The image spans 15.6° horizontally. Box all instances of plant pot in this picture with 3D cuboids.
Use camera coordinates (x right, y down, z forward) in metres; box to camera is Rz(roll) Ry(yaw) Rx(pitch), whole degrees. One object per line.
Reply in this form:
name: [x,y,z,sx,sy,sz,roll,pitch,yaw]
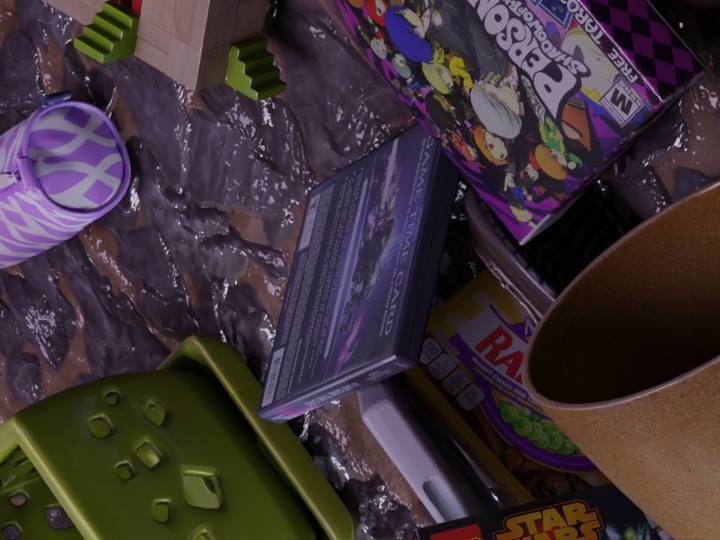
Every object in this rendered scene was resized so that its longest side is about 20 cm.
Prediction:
plant pot: [-0.134,0.167,1.686,0.200,0.181,0.199,54,144,6]
plant pot: [0.206,0.080,1.247,0.186,0.186,0.200,-11,120,52]

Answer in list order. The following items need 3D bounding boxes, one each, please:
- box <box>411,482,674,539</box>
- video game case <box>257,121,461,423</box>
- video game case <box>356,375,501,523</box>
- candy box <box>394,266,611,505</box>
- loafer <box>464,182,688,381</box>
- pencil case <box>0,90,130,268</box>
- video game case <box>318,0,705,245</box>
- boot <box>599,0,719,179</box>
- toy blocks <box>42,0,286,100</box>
box: [0.138,0.175,1.320,0.040,0.200,0.137,101,153,-61]
video game case: [0.000,0.000,1.439,0.019,0.143,0.200,19,162,-19]
video game case: [0.057,0.128,1.452,0.182,0.022,0.200,54,-177,-8]
candy box: [0.115,0.085,1.403,0.200,0.102,0.026,47,163,16]
loafer: [0.123,0.028,1.369,0.200,0.073,0.071,47,144,10]
pencil case: [-0.228,-0.048,1.725,0.200,0.085,0.084,-26,92,55]
video game case: [0.057,-0.127,1.267,0.200,0.036,0.181,51,153,4]
boot: [0.119,-0.117,1.304,0.200,0.072,0.166,20,141,39]
toy blocks: [-0.118,-0.198,1.499,0.200,0.100,0.137,31,124,31]
